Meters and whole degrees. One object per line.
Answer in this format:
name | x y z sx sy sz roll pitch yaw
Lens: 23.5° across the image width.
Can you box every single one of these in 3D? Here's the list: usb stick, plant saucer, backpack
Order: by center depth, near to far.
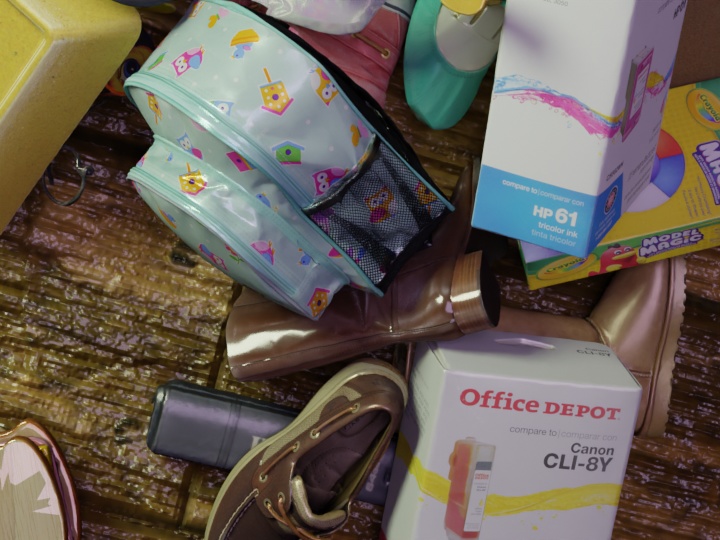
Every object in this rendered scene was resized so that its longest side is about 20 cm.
plant saucer | -0.272 -0.149 1.129 0.200 0.048 0.200 42 112 5
backpack | -0.064 -0.075 1.133 0.153 0.176 0.200 -43 127 -12
usb stick | -0.053 0.124 1.231 0.200 0.033 0.056 14 93 -10

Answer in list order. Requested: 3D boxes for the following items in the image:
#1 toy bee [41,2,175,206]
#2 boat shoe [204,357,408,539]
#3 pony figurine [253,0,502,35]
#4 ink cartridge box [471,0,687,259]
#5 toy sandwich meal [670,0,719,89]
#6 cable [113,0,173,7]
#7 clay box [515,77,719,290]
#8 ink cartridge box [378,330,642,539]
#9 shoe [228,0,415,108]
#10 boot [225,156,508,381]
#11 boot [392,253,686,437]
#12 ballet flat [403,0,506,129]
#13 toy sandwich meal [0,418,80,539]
toy bee | -0.183 -0.162 1.188 0.131 0.109 0.200 30 119 29
boat shoe | -0.039 0.150 1.184 0.072 0.072 0.200 38 108 -18
pony figurine | 0.021 -0.214 1.098 0.193 0.200 0.167 26 99 7
ink cartridge box | 0.145 -0.130 1.107 0.085 0.145 0.200 17 120 20
toy sandwich meal | 0.210 -0.191 1.230 0.205 0.205 0.070 9 56 -10
cable | -0.167 -0.260 1.117 0.163 0.051 0.200 21 41 -36
clay box | 0.202 -0.066 1.230 0.200 0.048 0.115 -14 60 3
ink cartridge box | 0.099 0.150 1.200 0.145 0.083 0.200 6 106 -12
shoe | -0.063 -0.179 1.217 0.200 0.071 0.091 17 80 -14
boot | 0.000 0.000 1.224 0.200 0.187 0.064 -15 120 18
boot | 0.129 0.036 1.250 0.200 0.066 0.176 6 87 -8
ballet flat | 0.082 -0.199 1.227 0.067 0.070 0.200 22 75 -24
toy sandwich meal | -0.288 0.184 1.163 0.205 0.070 0.206 0 89 -10
